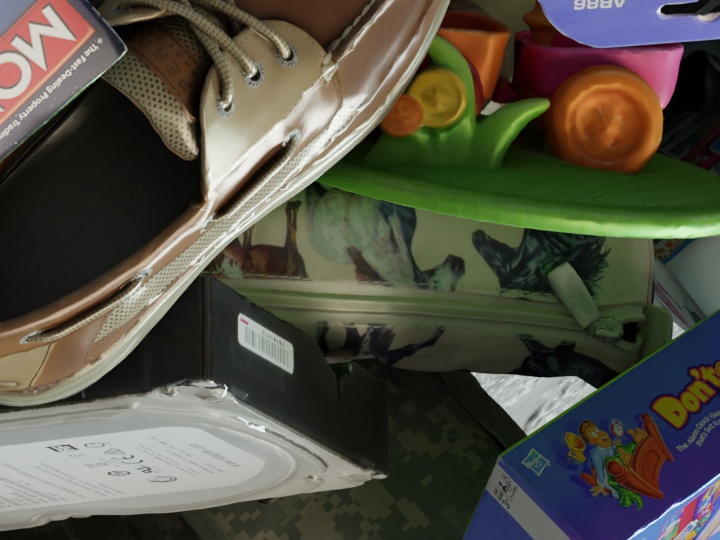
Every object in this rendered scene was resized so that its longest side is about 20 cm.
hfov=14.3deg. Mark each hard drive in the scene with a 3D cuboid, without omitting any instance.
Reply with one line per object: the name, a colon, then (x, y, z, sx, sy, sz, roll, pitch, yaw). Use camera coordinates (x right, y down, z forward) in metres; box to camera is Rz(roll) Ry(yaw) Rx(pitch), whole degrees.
hard drive: (-0.107, 0.047, 0.870, 0.200, 0.038, 0.140, -7, 162, 20)

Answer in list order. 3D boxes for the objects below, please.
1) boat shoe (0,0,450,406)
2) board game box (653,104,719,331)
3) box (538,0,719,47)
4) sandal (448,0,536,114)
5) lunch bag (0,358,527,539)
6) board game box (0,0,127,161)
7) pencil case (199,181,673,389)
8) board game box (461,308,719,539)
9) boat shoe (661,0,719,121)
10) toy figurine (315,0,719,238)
boat shoe: (-0.042, -0.046, 0.749, 0.200, 0.076, 0.072, -52, 171, -2)
board game box: (0.164, -0.038, 1.052, 0.148, 0.064, 0.200, -38, -169, 0)
box: (0.091, -0.148, 0.717, 0.119, 0.041, 0.200, -4, 130, -7)
sandal: (0.006, -0.066, 0.940, 0.201, 0.057, 0.080, 0, 131, -50)
lunch bag: (-0.031, 0.091, 1.017, 0.118, 0.164, 0.200, -7, 138, -51)
board game box: (-0.166, -0.030, 0.675, 0.200, 0.062, 0.200, -40, 124, 0)
pencil case: (0.000, 0.000, 0.927, 0.200, 0.089, 0.078, 2, 99, -14)
board game box: (0.083, 0.100, 0.947, 0.134, 0.045, 0.200, -30, 155, -32)
boat shoe: (0.119, -0.075, 1.069, 0.200, 0.062, 0.073, -29, 151, -21)
toy figurine: (0.029, -0.118, 0.829, 0.200, 0.150, 0.184, 6, 102, -9)
